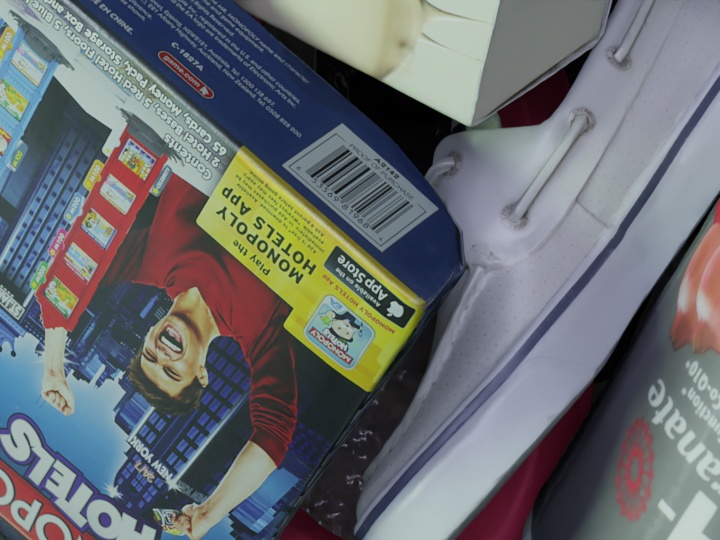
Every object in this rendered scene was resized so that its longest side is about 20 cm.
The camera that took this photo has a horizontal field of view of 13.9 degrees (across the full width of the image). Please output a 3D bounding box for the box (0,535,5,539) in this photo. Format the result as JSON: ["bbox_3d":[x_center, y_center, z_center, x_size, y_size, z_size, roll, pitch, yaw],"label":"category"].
[{"bbox_3d":[-0.162,0.073,0.836,0.200,0.046,0.159,-32,51,-33],"label":"box"}]

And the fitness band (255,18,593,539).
[{"bbox_3d":[0.000,0.000,0.864,0.143,0.037,0.201,-5,88,32],"label":"fitness band"}]

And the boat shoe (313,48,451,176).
[{"bbox_3d":[0.017,-0.090,0.916,0.070,0.066,0.201,-1,71,8],"label":"boat shoe"}]

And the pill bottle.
[{"bbox_3d":[0.109,0.063,0.782,0.111,0.111,0.200,41,125,19],"label":"pill bottle"}]

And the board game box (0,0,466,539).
[{"bbox_3d":[-0.088,0.000,0.770,0.200,0.200,0.062,41,38,9],"label":"board game box"}]

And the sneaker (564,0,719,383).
[{"bbox_3d":[0.101,-0.058,0.888,0.079,0.075,0.201,14,74,11],"label":"sneaker"}]

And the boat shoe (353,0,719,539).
[{"bbox_3d":[0.047,-0.013,0.781,0.070,0.071,0.200,35,77,3],"label":"boat shoe"}]

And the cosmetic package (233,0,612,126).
[{"bbox_3d":[-0.026,-0.131,0.752,0.199,0.104,0.073,28,36,22],"label":"cosmetic package"}]
